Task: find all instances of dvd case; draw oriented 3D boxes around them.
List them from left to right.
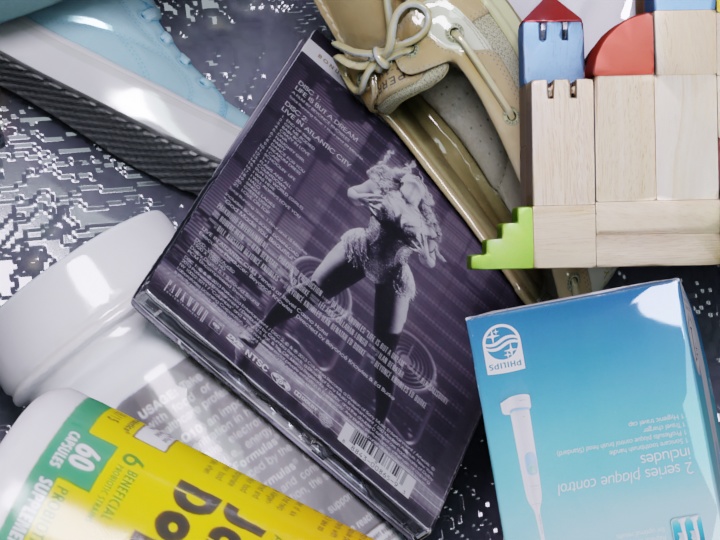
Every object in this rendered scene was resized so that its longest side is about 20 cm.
[{"bbox_3d":[0.000,0.000,0.930,0.149,0.016,0.200,41,40,-11],"label":"dvd case"}]

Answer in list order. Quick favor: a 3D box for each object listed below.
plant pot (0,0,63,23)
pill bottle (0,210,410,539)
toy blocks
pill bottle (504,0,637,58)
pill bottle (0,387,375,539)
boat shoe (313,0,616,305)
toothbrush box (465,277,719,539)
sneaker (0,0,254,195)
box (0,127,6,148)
[{"bbox_3d":[-0.123,-0.203,0.891,0.200,0.141,0.141,-39,57,9],"label":"plant pot"},{"bbox_3d":[-0.064,0.083,0.906,0.114,0.114,0.200,-33,84,-18],"label":"pill bottle"},{"bbox_3d":[0.141,-0.070,0.908,0.199,0.100,0.137,-2,90,-1],"label":"toy blocks"},{"bbox_3d":[0.149,-0.091,1.000,0.199,0.112,0.112,27,71,-3],"label":"pill bottle"},{"bbox_3d":[-0.046,0.132,0.787,0.199,0.113,0.113,27,71,4],"label":"pill bottle"},{"bbox_3d":[0.041,-0.067,0.958,0.201,0.073,0.063,52,51,-12],"label":"boat shoe"},{"bbox_3d":[0.106,0.114,0.870,0.085,0.146,0.201,-10,81,10],"label":"toothbrush box"},{"bbox_3d":[-0.108,-0.104,0.968,0.200,0.074,0.082,31,76,-3],"label":"sneaker"},{"bbox_3d":[-0.239,-0.075,0.778,0.157,0.051,0.200,-32,52,-16],"label":"box"}]
